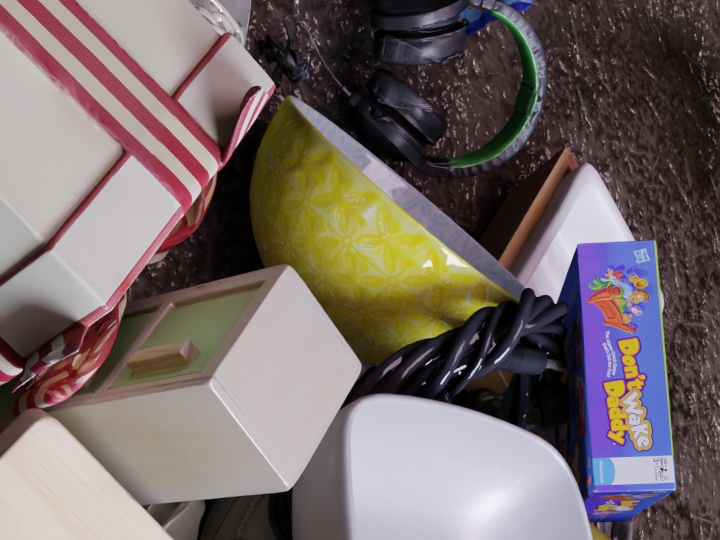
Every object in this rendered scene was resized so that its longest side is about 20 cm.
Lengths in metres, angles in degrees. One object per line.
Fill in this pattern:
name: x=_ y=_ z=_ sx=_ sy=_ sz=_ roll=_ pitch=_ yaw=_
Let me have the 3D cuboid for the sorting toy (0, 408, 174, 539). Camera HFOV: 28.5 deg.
sorting toy: x=-0.153 y=0.191 z=0.618 sx=0.199 sy=0.069 sz=0.201 roll=-46 pitch=118 yaw=-16

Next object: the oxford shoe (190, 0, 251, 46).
oxford shoe: x=-0.093 y=-0.128 z=0.826 sx=0.075 sy=0.057 sz=0.202 roll=38 pitch=52 yaw=-32

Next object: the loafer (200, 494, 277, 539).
loafer: x=-0.061 y=0.184 z=0.774 sx=0.070 sy=0.069 sz=0.202 roll=46 pitch=50 yaw=-32

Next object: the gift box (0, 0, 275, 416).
gift box: x=-0.154 y=-0.052 z=0.604 sx=0.187 sy=0.199 sz=0.185 roll=47 pitch=48 yaw=-17

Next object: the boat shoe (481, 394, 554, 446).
boat shoe: x=0.086 y=0.128 z=0.956 sx=0.201 sy=0.074 sz=0.087 roll=27 pitch=75 yaw=-35

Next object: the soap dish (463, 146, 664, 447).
soap dish: x=0.137 y=0.033 z=1.035 sx=0.158 sy=0.081 sz=0.201 roll=57 pitch=44 yaw=-23

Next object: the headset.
headset: x=0.034 y=-0.126 z=0.926 sx=0.197 sy=0.094 sz=0.125 roll=9 pitch=106 yaw=-19

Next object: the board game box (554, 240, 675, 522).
board game box: x=0.145 y=0.074 z=0.849 sx=0.200 sy=0.044 sz=0.136 roll=78 pitch=10 yaw=-76

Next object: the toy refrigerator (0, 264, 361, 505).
toy refrigerator: x=-0.103 y=0.058 z=0.657 sx=0.070 sy=0.198 sz=0.076 roll=55 pitch=46 yaw=-24

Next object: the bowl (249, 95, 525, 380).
bowl: x=0.000 y=0.000 z=0.845 sx=0.108 sy=0.200 sz=0.199 roll=-49 pitch=129 yaw=7

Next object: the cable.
cable: x=0.039 y=0.091 z=0.771 sx=0.198 sy=0.164 sz=0.051 roll=-26 pitch=59 yaw=-22

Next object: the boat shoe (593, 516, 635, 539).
boat shoe: x=0.183 y=0.220 z=1.031 sx=0.072 sy=0.070 sz=0.203 roll=98 pitch=-8 yaw=-76

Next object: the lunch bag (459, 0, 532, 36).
lunch bag: x=0.023 y=-0.271 z=0.992 sx=0.198 sy=0.094 sz=0.153 roll=16 pitch=70 yaw=-33

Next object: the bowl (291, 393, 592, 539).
bowl: x=0.041 y=0.171 z=0.686 sx=0.199 sy=0.074 sz=0.202 roll=19 pitch=55 yaw=-44

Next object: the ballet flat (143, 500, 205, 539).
ballet flat: x=-0.100 y=0.113 z=0.752 sx=0.075 sy=0.063 sz=0.202 roll=38 pitch=54 yaw=-35

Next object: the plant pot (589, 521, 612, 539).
plant pot: x=0.093 y=0.263 z=0.851 sx=0.194 sy=0.193 sz=0.203 roll=-13 pitch=86 yaw=-50
